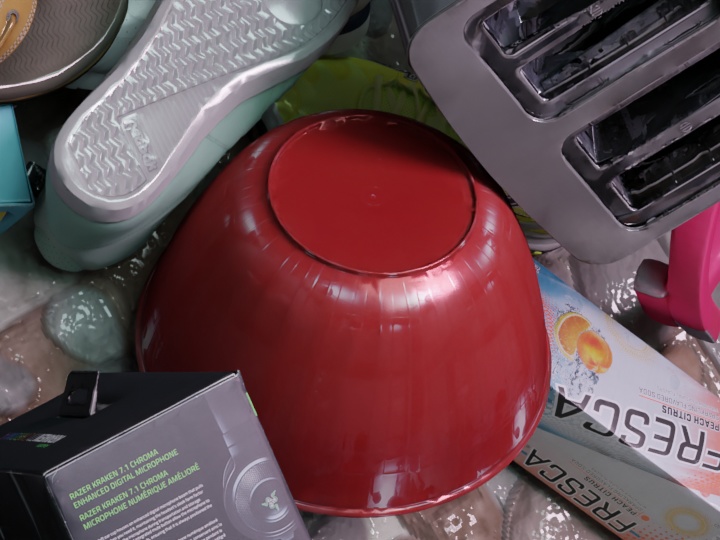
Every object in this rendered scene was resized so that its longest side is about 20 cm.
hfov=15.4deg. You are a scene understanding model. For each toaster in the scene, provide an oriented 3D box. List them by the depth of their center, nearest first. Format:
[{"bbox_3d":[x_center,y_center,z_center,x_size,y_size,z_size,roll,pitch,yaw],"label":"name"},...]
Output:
[{"bbox_3d":[0.111,-0.122,1.202,0.181,0.199,0.119,47,20,-35],"label":"toaster"}]

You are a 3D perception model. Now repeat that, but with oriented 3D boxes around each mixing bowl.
[{"bbox_3d":[0.000,0.000,1.214,0.199,0.109,0.201,5,49,-6],"label":"mixing bowl"}]

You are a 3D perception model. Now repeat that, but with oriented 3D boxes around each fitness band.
[{"bbox_3d":[0.182,-0.042,1.361,0.037,0.200,0.144,17,83,14],"label":"fitness band"}]

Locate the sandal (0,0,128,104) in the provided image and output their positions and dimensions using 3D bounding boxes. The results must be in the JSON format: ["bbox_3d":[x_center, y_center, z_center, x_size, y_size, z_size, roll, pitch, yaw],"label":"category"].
[{"bbox_3d":[-0.186,-0.118,1.174,0.199,0.055,0.082,-5,74,-32],"label":"sandal"}]

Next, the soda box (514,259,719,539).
[{"bbox_3d":[0.122,0.075,1.340,0.200,0.068,0.064,35,50,-15],"label":"soda box"}]

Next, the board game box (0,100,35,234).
[{"bbox_3d":[-0.242,-0.112,1.201,0.150,0.047,0.201,-4,74,-33],"label":"board game box"}]

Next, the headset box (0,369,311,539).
[{"bbox_3d":[-0.084,0.137,1.095,0.092,0.174,0.201,-27,98,-22],"label":"headset box"}]

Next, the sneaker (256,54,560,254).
[{"bbox_3d":[0.041,-0.070,1.344,0.199,0.076,0.076,15,66,-24],"label":"sneaker"}]

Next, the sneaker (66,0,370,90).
[{"bbox_3d":[-0.075,-0.143,1.281,0.199,0.081,0.077,-17,60,-31],"label":"sneaker"}]

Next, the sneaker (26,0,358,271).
[{"bbox_3d":[-0.083,-0.082,1.242,0.074,0.118,0.200,44,63,1],"label":"sneaker"}]
